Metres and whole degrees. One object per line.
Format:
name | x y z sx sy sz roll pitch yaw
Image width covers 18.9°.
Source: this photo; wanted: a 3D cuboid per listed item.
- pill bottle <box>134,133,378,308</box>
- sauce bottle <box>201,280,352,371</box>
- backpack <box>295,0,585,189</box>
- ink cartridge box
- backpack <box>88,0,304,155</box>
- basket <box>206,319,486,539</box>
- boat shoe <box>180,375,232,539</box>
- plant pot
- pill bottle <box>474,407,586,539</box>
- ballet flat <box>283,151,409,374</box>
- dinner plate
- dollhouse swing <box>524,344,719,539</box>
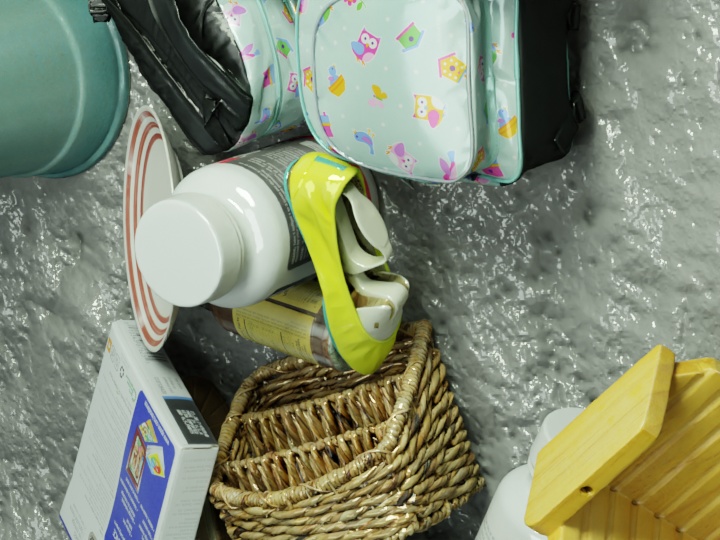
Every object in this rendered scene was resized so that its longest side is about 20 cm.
pill bottle | -0.081 -0.035 1.657 0.110 0.200 0.111 10 108 31
sauce bottle | -0.075 0.027 1.750 0.200 0.065 0.065 20 115 40
backpack | 0.043 -0.150 1.573 0.199 0.153 0.177 10 112 40
ink cartridge box | -0.187 0.177 1.809 0.198 0.047 0.201 52 133 51
backpack | -0.110 -0.194 1.669 0.200 0.126 0.167 59 150 9
basket | -0.029 0.142 1.712 0.199 0.143 0.150 -16 96 36
boat shoe | -0.124 0.192 1.836 0.064 0.071 0.201 -33 70 43
plant pot | -0.329 -0.155 1.788 0.200 0.196 0.201 10 109 31
pill bottle | 0.146 0.209 1.635 0.114 0.114 0.201 32 120 22
ballet flat | 0.000 0.000 1.621 0.067 0.067 0.201 5 129 34
dinner plate | -0.164 -0.034 1.763 0.200 0.024 0.201 177 90 -74
dollhouse swing | 0.232 0.198 1.476 0.200 0.176 0.182 33 120 -21
